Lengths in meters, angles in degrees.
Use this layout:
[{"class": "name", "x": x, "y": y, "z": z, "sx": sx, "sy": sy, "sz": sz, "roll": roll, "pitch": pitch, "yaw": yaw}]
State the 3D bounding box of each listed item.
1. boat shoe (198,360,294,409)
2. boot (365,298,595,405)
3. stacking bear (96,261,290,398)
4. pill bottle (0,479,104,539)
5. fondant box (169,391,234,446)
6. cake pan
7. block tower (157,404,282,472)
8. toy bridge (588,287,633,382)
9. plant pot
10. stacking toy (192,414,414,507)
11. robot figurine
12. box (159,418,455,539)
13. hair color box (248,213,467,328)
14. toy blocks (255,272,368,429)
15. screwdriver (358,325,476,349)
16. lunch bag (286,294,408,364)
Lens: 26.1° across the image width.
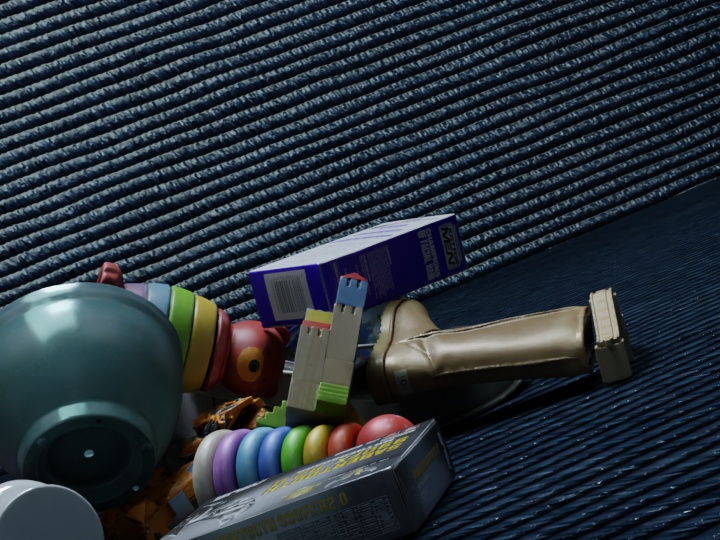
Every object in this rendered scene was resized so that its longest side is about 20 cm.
[{"class": "boat shoe", "x": -0.084, "y": 0.119, "z": 1.613, "sx": 0.198, "sy": 0.067, "sz": 0.057, "roll": 19, "pitch": 19, "yaw": -3}, {"class": "boot", "x": 0.117, "y": 0.064, "z": 1.422, "sx": 0.198, "sy": 0.067, "sz": 0.175, "roll": -12, "pitch": 23, "yaw": 16}, {"class": "stacking bear", "x": -0.170, "y": 0.073, "z": 1.525, "sx": 0.198, "sy": 0.123, "sz": 0.114, "roll": 13, "pitch": -1, "yaw": -12}, {"class": "pill bottle", "x": -0.297, "y": 0.236, "z": 1.300, "sx": 0.114, "sy": 0.115, "sz": 0.200, "roll": -22, "pitch": 1, "yaw": -35}, {"class": "fondant box", "x": -0.203, "y": 0.177, "z": 1.646, "sx": 0.144, "sy": 0.059, "sz": 0.199, "roll": -28, "pitch": -27, "yaw": 34}, {"class": "cake pan", "x": 0.061, "y": 0.108, "z": 1.517, "sx": 0.199, "sy": 0.037, "sz": 0.200, "roll": -16, "pitch": 13, "yaw": 4}, {"class": "block tower", "x": -0.123, "y": 0.186, "z": 1.557, "sx": 0.199, "sy": 0.058, "sz": 0.054, "roll": -20, "pitch": -23, "yaw": 21}, {"class": "toy bridge", "x": 0.223, "y": 0.051, "z": 1.385, "sx": 0.027, "sy": 0.068, "sz": 0.200, "roll": -15, "pitch": 2, "yaw": 10}, {"class": "plant pot", "x": -0.249, "y": 0.131, "z": 1.389, "sx": 0.199, "sy": 0.201, "sz": 0.135, "roll": -21, "pitch": 39, "yaw": 0}, {"class": "stacking toy", "x": -0.038, "y": 0.161, "z": 1.273, "sx": 0.199, "sy": 0.086, "sz": 0.085, "roll": -13, "pitch": 5, "yaw": 30}, {"class": "robot figurine", "x": -0.153, "y": 0.187, "z": 1.439, "sx": 0.200, "sy": 0.058, "sz": 0.145, "roll": -44, "pitch": 15, "yaw": -36}, {"class": "box", "x": -0.042, "y": 0.174, "z": 1.104, "sx": 0.199, "sy": 0.049, "sz": 0.158, "roll": -22, "pitch": 1, "yaw": 15}, {"class": "hair color box", "x": 0.000, "y": 0.000, "z": 1.541, "sx": 0.199, "sy": 0.065, "sz": 0.109, "roll": -23, "pitch": 11, "yaw": -42}, {"class": "toy blocks", "x": -0.031, "y": 0.089, "z": 1.366, "sx": 0.099, "sy": 0.138, "sz": 0.200, "roll": 10, "pitch": -27, "yaw": 0}, {"class": "screwdriver", "x": 0.054, "y": 0.071, "z": 1.614, "sx": 0.198, "sy": 0.029, "sz": 0.028, "roll": 1, "pitch": 10, "yaw": -18}, {"class": "lunch bag", "x": -0.036, "y": 0.081, "z": 1.715, "sx": 0.199, "sy": 0.128, "sz": 0.170, "roll": -21, "pitch": 2, "yaw": 6}]
